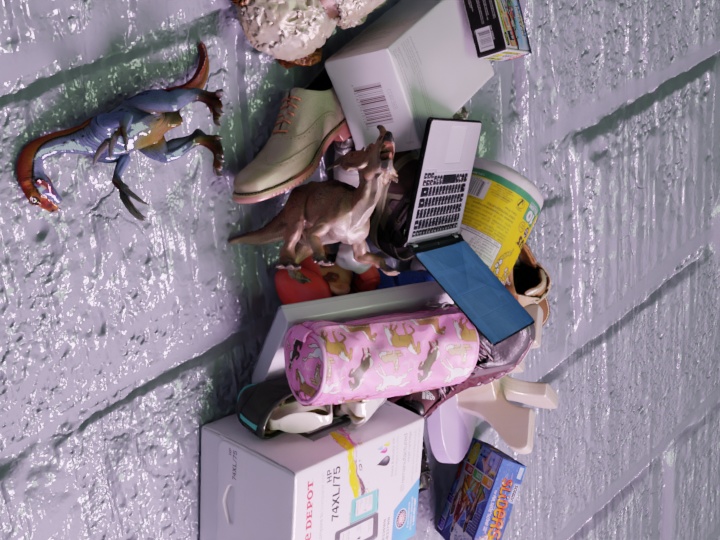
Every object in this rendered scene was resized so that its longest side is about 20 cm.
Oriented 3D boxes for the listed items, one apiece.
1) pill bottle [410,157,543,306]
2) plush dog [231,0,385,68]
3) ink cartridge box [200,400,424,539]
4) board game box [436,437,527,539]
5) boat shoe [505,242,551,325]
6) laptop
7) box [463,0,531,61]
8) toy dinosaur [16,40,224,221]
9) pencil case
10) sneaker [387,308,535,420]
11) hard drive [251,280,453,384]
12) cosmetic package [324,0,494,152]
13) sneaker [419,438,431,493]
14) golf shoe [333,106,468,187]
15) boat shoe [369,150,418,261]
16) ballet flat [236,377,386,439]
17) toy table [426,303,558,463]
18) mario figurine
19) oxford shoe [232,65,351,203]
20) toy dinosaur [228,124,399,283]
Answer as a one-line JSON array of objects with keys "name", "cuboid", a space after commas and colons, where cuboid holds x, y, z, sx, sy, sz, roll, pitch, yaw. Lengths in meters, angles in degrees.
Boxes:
[{"name": "pill bottle", "cuboid": [0.128, -0.022, 1.545, 0.113, 0.112, 0.201, 42, 71, -49]}, {"name": "plush dog", "cuboid": [-0.040, -0.271, 1.240, 0.171, 0.161, 0.200, -39, 136, -2]}, {"name": "ink cartridge box", "cuboid": [-0.053, 0.227, 1.398, 0.199, 0.145, 0.148, -17, 117, -45]}, {"name": "board game box", "cuboid": [0.149, 0.291, 1.653, 0.034, 0.200, 0.136, 20, 88, -7]}, {"name": "boat shoe", "cuboid": [0.205, 0.018, 1.684, 0.076, 0.074, 0.200, -58, 139, -16]}, {"name": "laptop", "cuboid": [0.127, -0.046, 1.342, 0.187, 0.115, 0.202, -15, 118, -70]}, {"name": "box", "cuboid": [0.132, -0.328, 1.405, 0.110, 0.034, 0.202, -19, 95, -67]}, {"name": "toy dinosaur", "cuboid": [-0.212, -0.112, 1.155, 0.180, 0.201, 0.106, -3, 126, -14]}, {"name": "pencil case", "cuboid": [0.020, 0.083, 1.309, 0.199, 0.083, 0.087, -7, 71, -32]}, {"name": "sneaker", "cuboid": [0.103, 0.119, 1.449, 0.076, 0.200, 0.115, 51, 31, -2]}, {"name": "hard drive", "cuboid": [-0.007, 0.069, 1.373, 0.199, 0.027, 0.132, -9, 145, -28]}, {"name": "cosmetic package", "cuboid": [0.056, -0.211, 1.359, 0.200, 0.081, 0.114, -47, 123, -50]}, {"name": "sneaker", "cuboid": [0.051, 0.220, 1.566, 0.076, 0.090, 0.202, 6, 98, -48]}, {"name": "golf shoe", "cuboid": [0.037, -0.137, 1.443, 0.199, 0.078, 0.098, -27, 146, -40]}, {"name": "boat shoe", "cuboid": [0.053, -0.056, 1.430, 0.072, 0.066, 0.201, -36, 156, -15]}, {"name": "ballet flat", "cuboid": [-0.029, 0.136, 1.353, 0.199, 0.068, 0.068, -15, 124, -20]}, {"name": "toy table", "cuboid": [0.160, 0.135, 1.593, 0.184, 0.116, 0.202, 26, 64, -60]}, {"name": "mario figurine", "cuboid": [0.000, 0.000, 1.408, 0.199, 0.106, 0.124, -1, 123, -28]}, {"name": "oxford shoe", "cuboid": [-0.069, -0.140, 1.306, 0.200, 0.070, 0.074, -50, 130, -38]}, {"name": "toy dinosaur", "cuboid": [-0.032, -0.064, 1.298, 0.086, 0.199, 0.137, 20, 68, -55]}]
